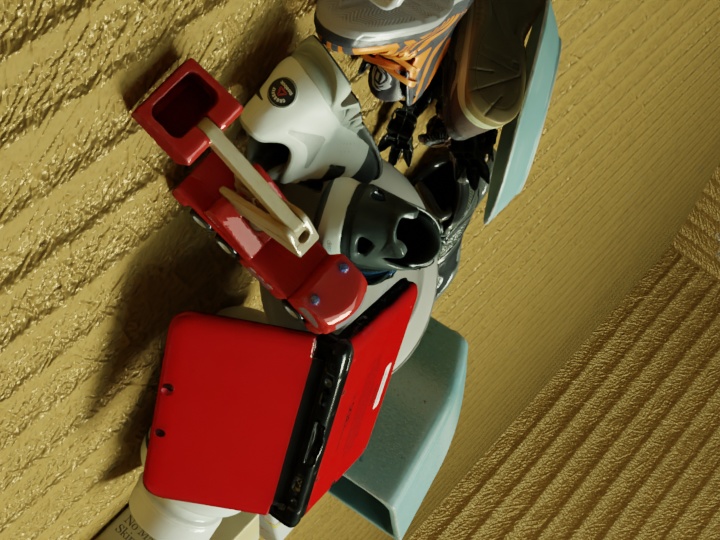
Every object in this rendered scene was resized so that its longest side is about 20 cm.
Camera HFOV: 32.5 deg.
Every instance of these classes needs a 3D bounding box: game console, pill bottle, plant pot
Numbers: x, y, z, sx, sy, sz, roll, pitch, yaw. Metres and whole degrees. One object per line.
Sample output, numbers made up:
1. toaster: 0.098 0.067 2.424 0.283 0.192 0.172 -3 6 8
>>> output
1. game console: -0.062 0.091 0.963 0.172 0.118 0.201 -41 155 -47
2. pill bottle: -0.122 0.140 1.070 0.201 0.111 0.111 -59 163 21
3. plant pot: 0.015 0.138 1.320 0.200 0.196 0.196 -53 165 -16

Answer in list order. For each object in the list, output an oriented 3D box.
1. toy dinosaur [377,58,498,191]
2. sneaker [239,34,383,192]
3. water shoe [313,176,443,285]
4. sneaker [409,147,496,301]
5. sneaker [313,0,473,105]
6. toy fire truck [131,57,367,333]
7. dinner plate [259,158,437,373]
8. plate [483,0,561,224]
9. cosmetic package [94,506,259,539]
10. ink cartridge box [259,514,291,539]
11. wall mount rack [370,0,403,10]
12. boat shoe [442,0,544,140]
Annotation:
1. toy dinosaur: 0.083 -0.152 1.100 0.136 0.102 0.200 -58 135 -35
2. sneaker: -0.041 -0.096 0.892 0.088 0.074 0.200 -38 161 0
3. water shoe: 0.023 -0.018 0.936 0.200 0.079 0.072 19 90 -75
4. sneaker: 0.068 -0.041 1.284 0.114 0.076 0.200 -23 144 -56
5. sneaker: 0.024 -0.163 0.893 0.200 0.077 0.112 -33 154 -49
6. toy fire truck: -0.065 -0.038 0.796 0.049 0.200 0.141 -47 -168 -13
7. dinner plate: 0.000 0.000 1.033 0.199 0.024 0.202 -3 94 -42
8. plate: 0.141 -0.134 1.052 0.200 0.025 0.201 14 90 -88
9. cosmetic package: -0.198 0.282 1.176 0.200 0.105 0.071 -46 163 -27
10. ink cartridge box: -0.105 0.200 1.236 0.068 0.115 0.200 -46 163 -19
11. wall mount rack: 0.062 -0.262 0.793 0.200 0.074 0.174 -34 155 -50
12. boat shoe: 0.098 -0.194 0.989 0.065 0.073 0.201 -27 -140 50
